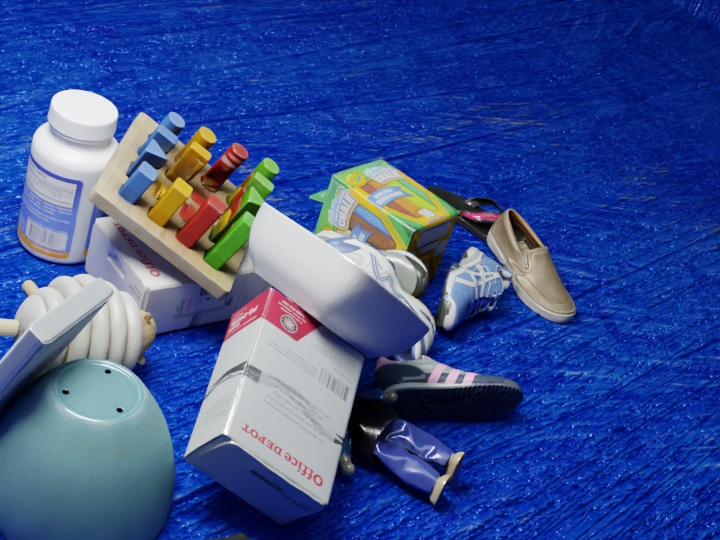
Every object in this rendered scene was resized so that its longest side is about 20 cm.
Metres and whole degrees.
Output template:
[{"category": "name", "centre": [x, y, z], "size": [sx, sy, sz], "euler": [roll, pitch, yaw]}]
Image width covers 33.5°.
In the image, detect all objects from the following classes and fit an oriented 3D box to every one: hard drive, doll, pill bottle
[{"category": "hard drive", "centre": [-0.335, 0.098, 1.185], "size": [0.027, 0.200, 0.132], "euler": [44, 27, -2]}, {"category": "doll", "centre": [0.017, 0.195, 1.392], "size": [0.199, 0.049, 0.137], "euler": [29, 47, 15]}, {"category": "pill bottle", "centre": [-0.362, -0.119, 1.503], "size": [0.111, 0.202, 0.113], "euler": [15, 32, -9]}]

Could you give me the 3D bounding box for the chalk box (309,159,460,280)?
[{"category": "chalk box", "centre": [0.018, -0.073, 1.720], "size": [0.199, 0.125, 0.124], "euler": [36, 35, 23]}]

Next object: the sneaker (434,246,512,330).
[{"category": "sneaker", "centre": [0.160, 0.028, 1.695], "size": [0.076, 0.076, 0.200], "euler": [23, 33, 12]}]

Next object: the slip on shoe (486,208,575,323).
[{"category": "slip on shoe", "centre": [0.263, -0.009, 1.808], "size": [0.075, 0.061, 0.201], "euler": [-5, 48, -31]}]

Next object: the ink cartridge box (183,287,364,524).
[{"category": "ink cartridge box", "centre": [-0.089, 0.146, 1.280], "size": [0.145, 0.083, 0.201], "euler": [39, 44, -24]}]

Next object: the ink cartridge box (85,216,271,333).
[{"category": "ink cartridge box", "centre": [-0.228, -0.005, 1.520], "size": [0.198, 0.083, 0.147], "euler": [-11, 44, -40]}]

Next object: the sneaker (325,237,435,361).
[{"category": "sneaker", "centre": [0.020, 0.041, 1.547], "size": [0.200, 0.075, 0.088], "euler": [42, 33, -11]}]

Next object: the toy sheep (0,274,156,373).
[{"category": "toy sheep", "centre": [-0.316, 0.066, 1.326], "size": [0.198, 0.139, 0.138], "euler": [-1, 37, -36]}]

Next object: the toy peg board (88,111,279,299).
[{"category": "toy peg board", "centre": [-0.197, -0.106, 1.452], "size": [0.199, 0.098, 0.201], "euler": [39, 30, -17]}]

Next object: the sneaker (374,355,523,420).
[{"category": "sneaker", "centre": [0.110, 0.139, 1.508], "size": [0.198, 0.071, 0.082], "euler": [6, 38, -24]}]

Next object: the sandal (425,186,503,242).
[{"category": "sandal", "centre": [0.189, -0.093, 1.919], "size": [0.198, 0.045, 0.075], "euler": [28, 33, 11]}]

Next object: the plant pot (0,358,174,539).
[{"category": "plant pot", "centre": [-0.272, 0.169, 1.190], "size": [0.198, 0.136, 0.201], "euler": [14, 33, -9]}]

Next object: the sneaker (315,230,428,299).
[{"category": "sneaker", "centre": [0.000, 0.000, 1.619], "size": [0.198, 0.075, 0.079], "euler": [16, 12, 26]}]

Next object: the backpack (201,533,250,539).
[{"category": "backpack", "centre": [-0.180, 0.312, 1.043], "size": [0.199, 0.154, 0.164], "euler": [21, 26, -43]}]

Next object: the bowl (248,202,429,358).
[{"category": "bowl", "centre": [-0.034, 0.023, 1.377], "size": [0.199, 0.075, 0.200], "euler": [34, -3, 38]}]
